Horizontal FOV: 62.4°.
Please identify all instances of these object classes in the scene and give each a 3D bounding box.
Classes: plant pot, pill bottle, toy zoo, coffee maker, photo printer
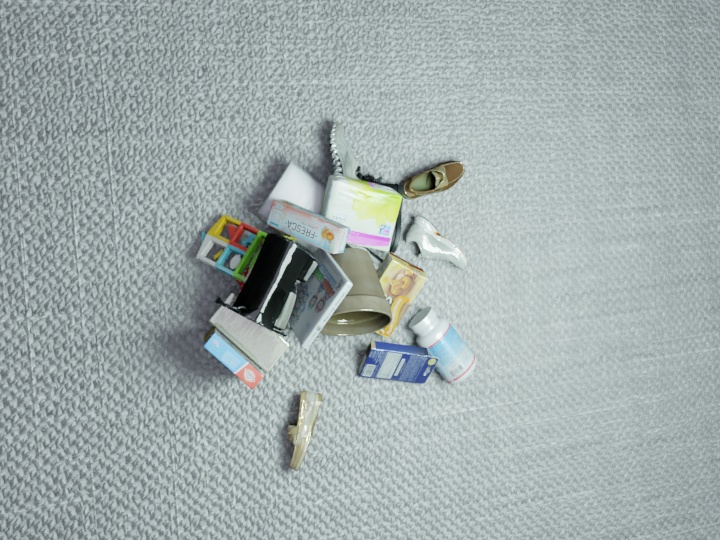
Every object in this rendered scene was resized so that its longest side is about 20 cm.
[{"bbox_3d":[-0.025,0.048,1.467,0.193,0.201,0.180,0,69,-15],"label":"plant pot"},{"bbox_3d":[0.222,0.202,1.626,0.108,0.108,0.202,-41,100,-11],"label":"pill bottle"},{"bbox_3d":[-0.318,-0.059,1.464,0.195,0.021,0.134,23,71,24],"label":"toy zoo"},{"bbox_3d":[-0.204,0.024,1.368,0.131,0.192,0.205,21,81,24],"label":"coffee maker"},{"bbox_3d":[-0.147,-0.155,1.541,0.198,0.069,0.169,36,88,-12],"label":"photo printer"}]

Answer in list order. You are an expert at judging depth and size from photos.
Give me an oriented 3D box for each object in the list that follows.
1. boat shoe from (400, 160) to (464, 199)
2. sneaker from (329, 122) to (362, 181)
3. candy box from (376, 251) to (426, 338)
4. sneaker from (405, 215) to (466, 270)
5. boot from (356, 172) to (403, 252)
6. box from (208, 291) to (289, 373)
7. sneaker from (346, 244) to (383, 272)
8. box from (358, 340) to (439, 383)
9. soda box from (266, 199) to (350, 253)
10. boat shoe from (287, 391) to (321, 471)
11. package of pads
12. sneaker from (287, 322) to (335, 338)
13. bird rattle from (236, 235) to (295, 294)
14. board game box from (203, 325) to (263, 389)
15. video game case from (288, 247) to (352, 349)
[{"bbox_3d":[0.205,-0.248,1.641,0.195,0.074,0.078,-25,96,-14],"label":"boat shoe"},{"bbox_3d":[-0.038,-0.291,1.552,0.078,0.075,0.207,-9,73,3],"label":"sneaker"},{"bbox_3d":[0.075,0.067,1.567,0.113,0.056,0.203,26,110,-18],"label":"candy box"},{"bbox_3d":[0.205,-0.056,1.648,0.198,0.076,0.093,40,88,-4],"label":"sneaker"},{"bbox_3d":[0.031,-0.158,1.594,0.157,0.073,0.206,8,81,-17],"label":"boot"},{"bbox_3d":[-0.282,0.155,1.503,0.200,0.078,0.095,45,79,-11],"label":"box"},{"bbox_3d":[0.000,0.000,1.596,0.198,0.076,0.117,35,94,-10],"label":"sneaker"},{"bbox_3d":[0.102,0.249,1.595,0.193,0.033,0.123,10,132,-14],"label":"box"},{"bbox_3d":[-0.126,-0.107,1.433,0.195,0.068,0.066,25,103,19],"label":"soda box"},{"bbox_3d":[-0.157,0.412,1.546,0.067,0.074,0.207,16,84,-2],"label":"boat shoe"},{"bbox_3d":[-0.002,-0.146,1.497,0.193,0.068,0.160,9,107,-19],"label":"package of pads"},{"bbox_3d":[-0.101,0.085,1.557,0.128,0.079,0.204,34,72,-23],"label":"sneaker"},{"bbox_3d":[-0.211,0.013,1.495,0.161,0.112,0.204,34,75,-18],"label":"bird rattle"},{"bbox_3d":[-0.309,0.205,1.433,0.153,0.200,0.041,44,80,-10],"label":"board game box"},{"bbox_3d":[-0.110,0.058,1.407,0.023,0.200,0.184,31,100,-33],"label":"video game case"}]
